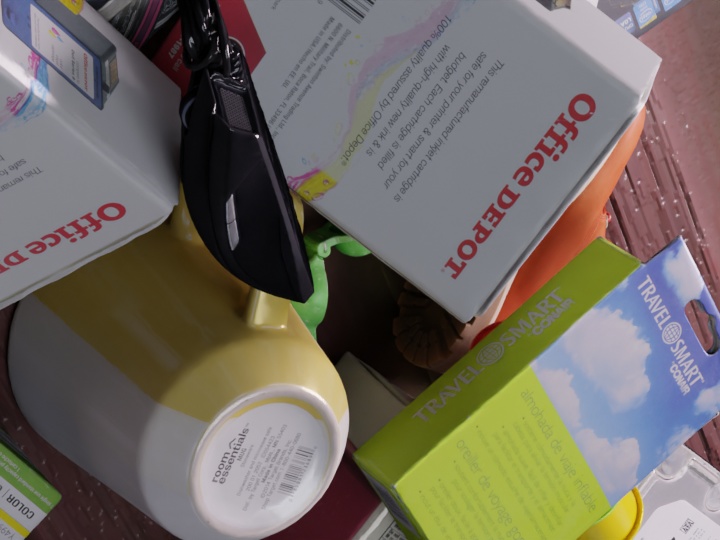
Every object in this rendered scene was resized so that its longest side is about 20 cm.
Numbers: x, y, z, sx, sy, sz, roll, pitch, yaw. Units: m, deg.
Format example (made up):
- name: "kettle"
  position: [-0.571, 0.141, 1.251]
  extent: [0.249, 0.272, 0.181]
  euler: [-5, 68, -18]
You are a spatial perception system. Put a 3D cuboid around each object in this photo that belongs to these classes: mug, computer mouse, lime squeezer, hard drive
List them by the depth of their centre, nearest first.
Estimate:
- name: "computer mouse"
  position: [-0.070, -0.081, 1.139]
  extent: [0.046, 0.141, 0.200]
  euler: [-16, 140, 1]
- name: "mug"
  position: [-0.086, 0.048, 1.261]
  extent: [0.149, 0.153, 0.187]
  euler: [-27, 125, -17]
- name: "lime squeezer"
  position: [0.000, 0.000, 1.353]
  extent: [0.070, 0.038, 0.200]
  euler: [32, 88, -12]
- name: "hard drive"
  position: [0.194, 0.187, 1.582]
  extent: [0.200, 0.038, 0.140]
  euler: [37, 91, -38]

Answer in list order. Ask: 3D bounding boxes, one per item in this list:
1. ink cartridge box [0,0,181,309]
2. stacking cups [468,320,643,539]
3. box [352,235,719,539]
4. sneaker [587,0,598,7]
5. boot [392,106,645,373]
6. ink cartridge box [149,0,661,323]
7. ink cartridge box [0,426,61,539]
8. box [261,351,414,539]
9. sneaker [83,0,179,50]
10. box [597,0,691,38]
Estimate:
- name: "ink cartridge box"
  position: [-0.195, -0.078, 1.132]
  extent: [0.145, 0.088, 0.200]
  euler: [-25, 133, 26]
- name: "stacking cups"
  position: [0.111, 0.094, 1.420]
  extent: [0.060, 0.061, 0.200]
  euler: [-40, 145, -8]
- name: "box"
  position: [0.103, 0.077, 1.324]
  extent: [0.200, 0.048, 0.122]
  euler: [-40, 128, -11]
- name: "sneaker"
  position: [0.085, -0.121, 1.288]
  extent: [0.087, 0.074, 0.201]
  euler: [-2, 122, -46]
- name: "boot"
  position: [0.109, -0.025, 1.402]
  extent: [0.107, 0.075, 0.200]
  euler: [18, 112, -40]
- name: "ink cartridge box"
  position: [0.022, -0.096, 1.209]
  extent: [0.200, 0.083, 0.146]
  euler: [38, 112, 0]
- name: "ink cartridge box"
  position: [-0.270, 0.131, 1.238]
  extent: [0.200, 0.076, 0.148]
  euler: [-47, 129, -4]
- name: "box"
  position: [-0.006, 0.170, 1.401]
  extent: [0.200, 0.109, 0.128]
  euler: [-51, 129, 1]
- name: "sneaker"
  position: [-0.083, -0.181, 1.199]
  extent: [0.200, 0.081, 0.075]
  euler: [-44, 144, 5]
- name: "box"
  position: [0.124, -0.199, 1.330]
  extent: [0.200, 0.049, 0.162]
  euler: [-34, 130, -11]
